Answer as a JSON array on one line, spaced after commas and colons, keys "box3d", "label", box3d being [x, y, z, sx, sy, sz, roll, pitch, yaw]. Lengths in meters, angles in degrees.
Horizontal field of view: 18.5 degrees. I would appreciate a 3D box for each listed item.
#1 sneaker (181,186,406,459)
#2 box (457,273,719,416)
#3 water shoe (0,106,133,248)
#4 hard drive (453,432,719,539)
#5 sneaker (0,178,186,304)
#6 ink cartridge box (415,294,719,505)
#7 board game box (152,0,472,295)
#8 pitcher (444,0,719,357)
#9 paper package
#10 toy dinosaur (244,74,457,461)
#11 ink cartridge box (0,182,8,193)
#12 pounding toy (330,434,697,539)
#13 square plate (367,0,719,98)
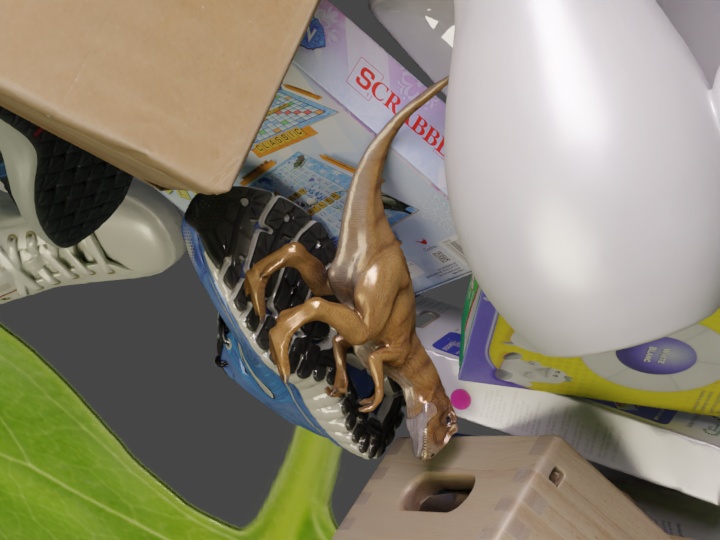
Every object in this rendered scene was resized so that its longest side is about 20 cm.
[{"box3d": [-0.050, 0.029, 1.164, 0.089, 0.079, 0.200, 9, 147, 33], "label": "sneaker"}, {"box3d": [0.151, 0.022, 1.050, 0.199, 0.049, 0.118, 6, 149, -2], "label": "box"}, {"box3d": [-0.170, -0.090, 1.114, 0.079, 0.071, 0.200, 42, 163, 28], "label": "water shoe"}, {"box3d": [0.135, 0.153, 1.219, 0.199, 0.025, 0.132, 6, 134, 32], "label": "hard drive"}, {"box3d": [-0.191, -0.007, 1.310, 0.199, 0.085, 0.073, -2, 128, 37], "label": "sneaker"}, {"box3d": [0.103, 0.063, 1.139, 0.199, 0.095, 0.037, 20, 106, 14], "label": "ink cartridge box"}, {"box3d": [-0.035, -0.062, 1.125, 0.199, 0.041, 0.200, 40, 152, -17], "label": "board game box"}, {"box3d": [0.111, -0.075, 0.918, 0.171, 0.121, 0.201, -11, 99, 25], "label": "pitcher"}, {"box3d": [-0.104, -0.154, 0.933, 0.190, 0.201, 0.103, 26, 175, -24], "label": "paper package"}, {"box3d": [0.000, 0.000, 1.063, 0.060, 0.106, 0.201, -124, 21, -58], "label": "toy dinosaur"}, {"box3d": [-0.221, -0.098, 1.244, 0.199, 0.039, 0.100, 25, 143, 34], "label": "ink cartridge box"}, {"box3d": [0.115, 0.162, 1.121, 0.184, 0.143, 0.200, 42, 157, -20], "label": "pounding toy"}, {"box3d": [0.128, -0.093, 1.015, 0.200, 0.028, 0.198, 46, 141, -14], "label": "square plate"}]
